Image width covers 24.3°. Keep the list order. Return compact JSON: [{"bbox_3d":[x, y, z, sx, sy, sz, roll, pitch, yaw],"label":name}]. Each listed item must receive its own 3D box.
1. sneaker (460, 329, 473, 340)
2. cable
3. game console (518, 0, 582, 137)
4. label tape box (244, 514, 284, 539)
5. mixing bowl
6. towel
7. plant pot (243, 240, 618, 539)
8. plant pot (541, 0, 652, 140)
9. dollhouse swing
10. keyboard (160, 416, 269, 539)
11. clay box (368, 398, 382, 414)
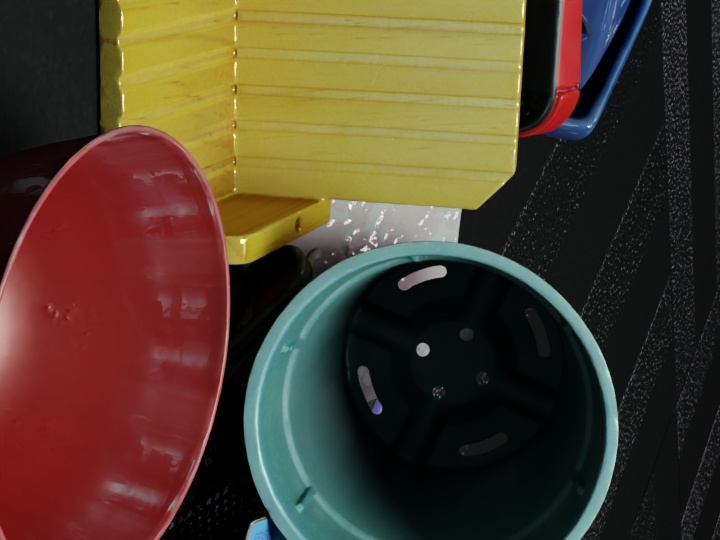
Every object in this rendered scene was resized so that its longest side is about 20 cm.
[{"bbox_3d":[0.030,0.006,1.227,0.088,0.076,0.200,-55,140,-31],"label":"sneaker"},{"bbox_3d":[-0.076,0.059,0.942,0.050,0.097,0.200,45,50,-32],"label":"cable"},{"bbox_3d":[0.040,-0.175,0.997,0.031,0.200,0.177,-27,123,-54],"label":"game console"},{"bbox_3d":[-0.083,0.219,0.982,0.144,0.063,0.201,-4,110,-68],"label":"label tape box"},{"bbox_3d":[-0.150,0.032,0.729,0.200,0.108,0.201,8,90,-69],"label":"mixing bowl"},{"bbox_3d":[0.000,0.000,1.108,0.200,0.032,0.192,-18,116,-46],"label":"towel"},{"bbox_3d":[0.049,0.071,0.984,0.196,0.200,0.201,-43,139,-79],"label":"plant pot"},{"bbox_3d":[0.104,-0.213,1.155,0.180,0.200,0.200,85,25,-46],"label":"plant pot"},{"bbox_3d":[-0.020,-0.107,0.909,0.182,0.175,0.201,-31,127,-62],"label":"dollhouse swing"},{"bbox_3d":[-0.073,0.134,0.992,0.200,0.040,0.104,-30,133,-52],"label":"keyboard"},{"bbox_3d":[0.017,0.145,1.255,0.200,0.047,0.115,73,34,-44],"label":"clay box"}]
